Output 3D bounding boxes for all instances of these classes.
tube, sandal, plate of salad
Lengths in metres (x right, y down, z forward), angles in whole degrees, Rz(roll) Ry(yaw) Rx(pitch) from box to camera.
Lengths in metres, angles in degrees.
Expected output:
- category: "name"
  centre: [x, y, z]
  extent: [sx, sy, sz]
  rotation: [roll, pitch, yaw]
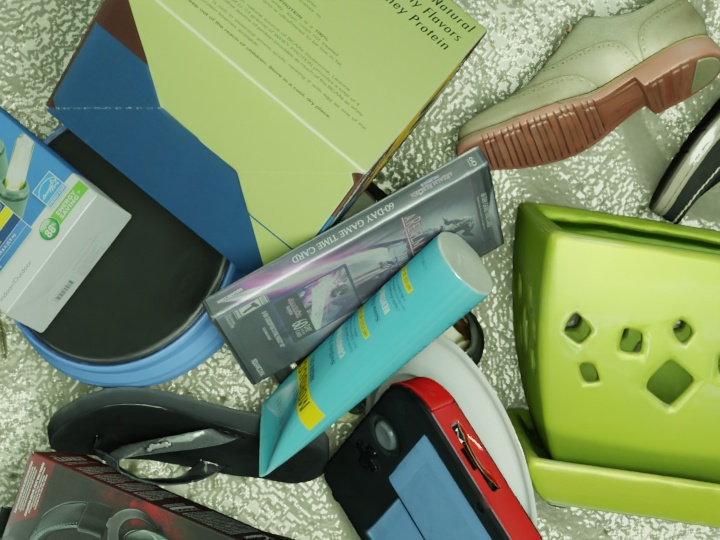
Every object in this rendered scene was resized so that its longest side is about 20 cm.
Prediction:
- category: "tube"
  centre: [0.001, 0.055, 1.346]
  extent: [0.050, 0.078, 0.200]
  rotation: [39, 115, -19]
- category: "sandal"
  centre: [-0.117, 0.122, 1.412]
  extent: [0.198, 0.076, 0.043]
  rotation: [8, 55, -10]
- category: "plate of salad"
  centre: [0.066, 0.129, 1.383]
  extent: [0.048, 0.200, 0.202]
  rotation: [-19, 90, -29]

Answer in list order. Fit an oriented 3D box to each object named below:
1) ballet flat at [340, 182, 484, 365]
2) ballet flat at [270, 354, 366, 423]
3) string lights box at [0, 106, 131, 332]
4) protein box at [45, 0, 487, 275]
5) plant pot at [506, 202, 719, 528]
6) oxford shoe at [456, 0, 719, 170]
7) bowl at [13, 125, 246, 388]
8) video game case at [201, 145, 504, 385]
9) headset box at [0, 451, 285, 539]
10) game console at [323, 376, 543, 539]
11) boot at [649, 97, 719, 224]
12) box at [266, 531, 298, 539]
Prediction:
- category: "ballet flat"
  centre: [0.017, -0.009, 1.432]
  extent: [0.200, 0.068, 0.068]
  rotation: [45, 88, 0]
- category: "ballet flat"
  centre: [-0.077, 0.041, 1.443]
  extent: [0.200, 0.066, 0.057]
  rotation: [40, 119, 5]
- category: "string lights box"
  centre: [-0.264, -0.060, 1.399]
  extent: [0.200, 0.059, 0.103]
  rotation: [38, 90, 23]
- category: "protein box"
  centre: [-0.060, -0.134, 1.348]
  extent: [0.198, 0.200, 0.135]
  rotation: [39, 132, 0]
- category: "plant pot"
  centre: [0.196, 0.064, 1.377]
  extent: [0.198, 0.199, 0.184]
  rotation: [8, 97, -2]
- category: "oxford shoe"
  centre: [0.154, -0.133, 1.446]
  extent: [0.198, 0.071, 0.074]
  rotation: [-22, 65, 0]
- category: "bowl"
  centre: [-0.162, -0.020, 1.408]
  extent: [0.198, 0.039, 0.203]
  rotation: [-5, 76, 18]
- category: "video game case"
  centre: [0.000, 0.000, 1.328]
  extent: [0.199, 0.143, 0.019]
  rotation: [-29, 69, -3]
- category: "headset box"
  centre: [-0.169, 0.221, 1.402]
  extent: [0.198, 0.077, 0.150]
  rotation: [21, 92, 18]
- category: "game console"
  centre: [0.055, 0.182, 1.346]
  extent: [0.031, 0.177, 0.201]
  rotation: [-22, 72, -34]
- category: "boot"
  centre: [0.315, -0.076, 1.437]
  extent: [0.150, 0.073, 0.200]
  rotation: [43, 84, -1]
- category: "box"
  centre: [-0.027, 0.280, 1.444]
  extent: [0.198, 0.044, 0.162]
  rotation: [14, 90, -1]
